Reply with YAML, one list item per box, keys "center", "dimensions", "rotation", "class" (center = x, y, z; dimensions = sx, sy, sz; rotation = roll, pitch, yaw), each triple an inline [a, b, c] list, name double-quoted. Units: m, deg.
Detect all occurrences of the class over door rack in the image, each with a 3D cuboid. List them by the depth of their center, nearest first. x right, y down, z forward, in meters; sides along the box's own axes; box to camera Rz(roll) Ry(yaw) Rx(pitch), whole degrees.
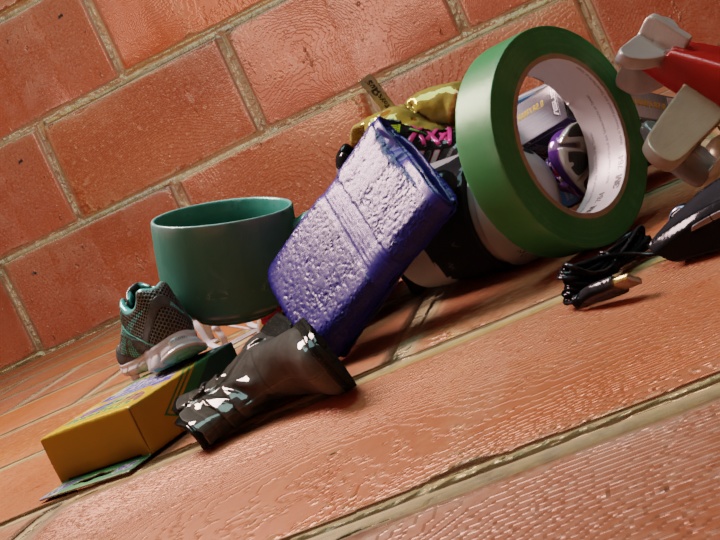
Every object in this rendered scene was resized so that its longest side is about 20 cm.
- center: [-0.234, 0.092, 1.491]
  dimensions: [0.147, 0.067, 0.200]
  rotation: [-28, 6, -31]
  class: "over door rack"

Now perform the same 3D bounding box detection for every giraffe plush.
- center: [0.070, -0.136, 1.289]
  dimensions: [0.173, 0.200, 0.162]
  rotation: [-51, 15, 28]
  class: "giraffe plush"

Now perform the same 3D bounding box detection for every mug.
- center: [-0.127, -0.007, 1.144]
  dimensions: [0.184, 0.115, 0.152]
  rotation: [4, 17, 37]
  class: "mug"

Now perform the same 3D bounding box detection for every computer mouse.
- center: [0.225, -0.029, 0.747]
  dimensions: [0.140, 0.046, 0.200]
  rotation: [-28, 7, -39]
  class: "computer mouse"

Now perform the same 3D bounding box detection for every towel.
- center: [0.000, -0.026, 0.998]
  dimensions: [0.200, 0.049, 0.148]
  rotation: [-51, 41, 19]
  class: "towel"

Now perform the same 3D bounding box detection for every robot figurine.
- center: [0.102, -0.054, 1.072]
  dimensions: [0.199, 0.125, 0.150]
  rotation: [-15, 16, 39]
  class: "robot figurine"

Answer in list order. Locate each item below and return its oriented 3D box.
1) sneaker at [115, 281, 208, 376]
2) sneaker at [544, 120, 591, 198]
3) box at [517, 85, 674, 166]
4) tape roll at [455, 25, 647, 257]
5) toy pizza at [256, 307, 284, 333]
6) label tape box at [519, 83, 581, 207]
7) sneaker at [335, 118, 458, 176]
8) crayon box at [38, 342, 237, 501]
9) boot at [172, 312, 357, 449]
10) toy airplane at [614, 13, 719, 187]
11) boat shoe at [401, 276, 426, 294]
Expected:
- center: [-0.218, 0.056, 1.127]
  dimensions: [0.077, 0.092, 0.200]
  rotation: [-24, 3, -28]
  class: "sneaker"
- center: [0.220, -0.101, 1.107]
  dimensions: [0.083, 0.081, 0.200]
  rotation: [-2, -6, 22]
  class: "sneaker"
- center: [0.249, -0.148, 1.198]
  dimensions: [0.199, 0.049, 0.158]
  rotation: [4, -18, -30]
  class: "box"
- center: [0.172, -0.114, 0.957]
  dimensions: [0.200, 0.201, 0.048]
  rotation: [-29, 7, -38]
  class: "tape roll"
- center: [-0.049, 0.004, 1.197]
  dimensions: [0.200, 0.032, 0.201]
  rotation: [-34, 32, 25]
  class: "toy pizza"
- center: [0.224, -0.146, 1.327]
  dimensions: [0.063, 0.145, 0.200]
  rotation: [-19, 8, 29]
  class: "label tape box"
- center: [0.058, -0.129, 1.159]
  dimensions: [0.199, 0.088, 0.074]
  rotation: [-21, 26, 17]
  class: "sneaker"
- center: [-0.212, 0.140, 1.036]
  dimensions: [0.125, 0.052, 0.200]
  rotation: [-22, 7, 31]
  class: "crayon box"
- center: [-0.084, 0.102, 0.881]
  dimensions: [0.131, 0.068, 0.200]
  rotation: [-40, 12, -13]
  class: "boot"
- center: [0.312, -0.143, 0.938]
  dimensions: [0.199, 0.142, 0.199]
  rotation: [-8, 34, -6]
  class: "toy airplane"
- center: [0.090, -0.028, 1.242]
  dimensions: [0.076, 0.060, 0.200]
  rotation: [-37, 0, 39]
  class: "boat shoe"
